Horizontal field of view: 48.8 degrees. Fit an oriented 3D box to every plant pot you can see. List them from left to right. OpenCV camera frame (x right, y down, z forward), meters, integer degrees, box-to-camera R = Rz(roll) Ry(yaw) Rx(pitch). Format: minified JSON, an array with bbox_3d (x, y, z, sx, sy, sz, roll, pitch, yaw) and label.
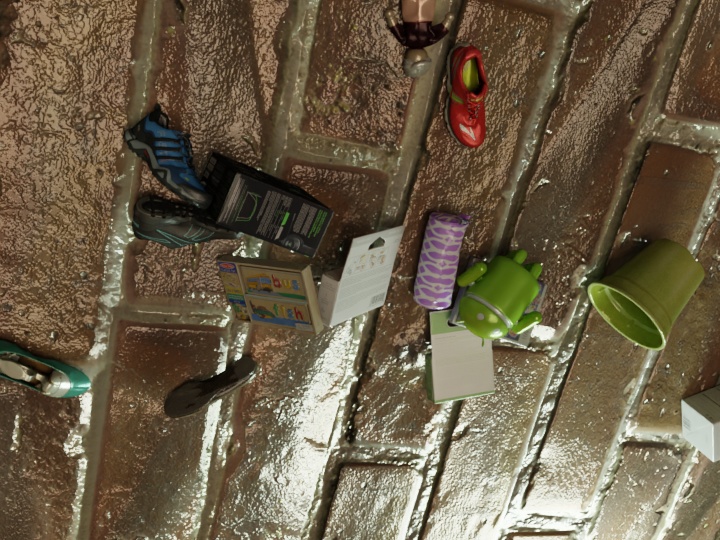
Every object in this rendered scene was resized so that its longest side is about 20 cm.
[{"bbox_3d":[0.630,0.037,1.713,0.184,0.200,0.200,-44,119,-9],"label":"plant pot"}]

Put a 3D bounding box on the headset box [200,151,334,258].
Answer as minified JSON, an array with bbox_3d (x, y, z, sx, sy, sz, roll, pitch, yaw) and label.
[{"bbox_3d":[-0.163,-0.112,1.370,0.200,0.174,0.093,20,100,-30],"label":"headset box"}]

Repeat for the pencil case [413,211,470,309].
[{"bbox_3d":[0.161,-0.022,1.582,0.085,0.084,0.201,-7,118,-42],"label":"pencil case"}]

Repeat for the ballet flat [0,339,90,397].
[{"bbox_3d":[-0.582,0.190,1.425,0.200,0.070,0.067,30,100,-27],"label":"ballet flat"}]

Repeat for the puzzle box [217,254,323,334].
[{"bbox_3d":[-0.165,0.043,1.449,0.025,0.200,0.133,-41,128,-47],"label":"puzzle box"}]

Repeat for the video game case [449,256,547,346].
[{"bbox_3d":[0.293,0.068,1.677,0.200,0.018,0.144,19,90,-25],"label":"video game case"}]

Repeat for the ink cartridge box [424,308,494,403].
[{"bbox_3d":[0.210,0.175,1.699,0.145,0.048,0.201,-7,98,-16],"label":"ink cartridge box"}]

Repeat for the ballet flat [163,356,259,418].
[{"bbox_3d":[-0.288,0.233,1.554,0.200,0.067,0.046,-30,151,-8],"label":"ballet flat"}]

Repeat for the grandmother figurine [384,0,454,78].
[{"bbox_3d":[0.104,-0.439,1.399,0.121,0.061,0.201,6,116,9],"label":"grandmother figurine"}]

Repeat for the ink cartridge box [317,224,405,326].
[{"bbox_3d":[0.000,0.000,1.489,0.200,0.045,0.177,-18,127,-57],"label":"ink cartridge box"}]

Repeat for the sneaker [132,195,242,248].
[{"bbox_3d":[-0.307,-0.080,1.414,0.199,0.076,0.079,9,131,-23],"label":"sneaker"}]

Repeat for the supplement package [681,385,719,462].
[{"bbox_3d":[0.921,0.365,1.975,0.199,0.120,0.122,-17,115,-11],"label":"supplement package"}]

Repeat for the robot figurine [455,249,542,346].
[{"bbox_3d":[0.278,0.052,1.594,0.175,0.116,0.200,41,80,-8],"label":"robot figurine"}]

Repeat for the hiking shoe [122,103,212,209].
[{"bbox_3d":[-0.305,-0.186,1.305,0.087,0.074,0.200,-46,77,2],"label":"hiking shoe"}]

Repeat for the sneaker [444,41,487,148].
[{"bbox_3d":[0.199,-0.316,1.463,0.077,0.085,0.201,-16,116,-11],"label":"sneaker"}]
